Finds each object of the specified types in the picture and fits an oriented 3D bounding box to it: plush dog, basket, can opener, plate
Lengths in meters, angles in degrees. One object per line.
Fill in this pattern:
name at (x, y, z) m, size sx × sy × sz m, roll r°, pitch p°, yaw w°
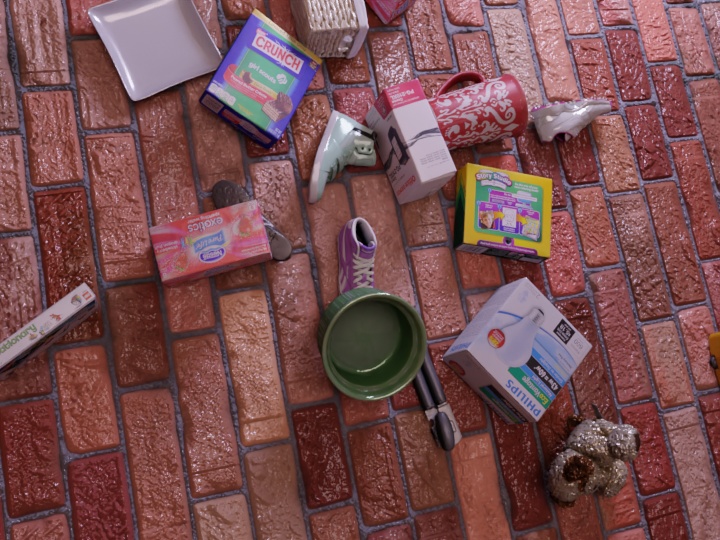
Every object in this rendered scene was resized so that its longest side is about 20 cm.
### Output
plush dog at (0.429, 0.373, 1.532) m, size 0.160 × 0.201 × 0.171 m, roll 36°, pitch 56°, yaw 29°
basket at (-0.072, -0.543, 1.591) m, size 0.122 × 0.136 × 0.203 m, roll -10°, pitch 81°, yaw -14°
can opener at (0.143, 0.245, 1.518) m, size 0.052 × 0.067 × 0.202 m, roll -19°, pitch 79°, yaw -18°
plate at (-0.394, -0.443, 1.526) m, size 0.198 × 0.032 × 0.201 m, roll -27°, pitch 86°, yaw -20°

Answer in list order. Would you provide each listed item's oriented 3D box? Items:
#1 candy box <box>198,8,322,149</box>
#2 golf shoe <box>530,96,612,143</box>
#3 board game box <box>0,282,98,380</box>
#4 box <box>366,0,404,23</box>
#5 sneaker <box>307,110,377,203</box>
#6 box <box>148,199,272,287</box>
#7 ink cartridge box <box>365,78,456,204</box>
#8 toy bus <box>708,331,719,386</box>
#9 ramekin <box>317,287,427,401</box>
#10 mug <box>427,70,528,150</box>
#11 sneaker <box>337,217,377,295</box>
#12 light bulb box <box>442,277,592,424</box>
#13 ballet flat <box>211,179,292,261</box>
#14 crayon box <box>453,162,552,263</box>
candy box at (-0.191, -0.370, 1.533) m, size 0.168 × 0.077 × 0.202 m, roll 32°, pitch 70°, yaw -19°
golf shoe at (0.468, -0.332, 1.742) m, size 0.197 × 0.075 × 0.093 m, roll -10°, pitch 96°, yaw -16°
board game box at (-0.530, 0.104, 1.315) m, size 0.199 × 0.126 × 0.035 m, roll -40°, pitch 91°, yaw -21°
box at (0.036, -0.639, 1.651) m, size 0.094 × 0.103 × 0.201 m, roll -40°, pitch 92°, yaw -20°
sneaker at (-0.031, -0.211, 1.555) m, size 0.117 × 0.074 × 0.203 m, roll 20°, pitch 71°, yaw -5°
box at (-0.267, -0.046, 1.421) m, size 0.197 × 0.095 × 0.104 m, roll -15°, pitch 85°, yaw -5°
ink cartridge box at (0.097, -0.251, 1.567) m, size 0.083 × 0.145 × 0.202 m, roll -20°, pitch 84°, yaw -18°
toy bus at (0.823, 0.229, 1.717) m, size 0.077 × 0.065 × 0.203 m, roll -10°, pitch 80°, yaw -20°
ramekin at (0.014, 0.128, 1.453) m, size 0.197 × 0.098 × 0.203 m, roll -4°, pitch 104°, yaw -16°
mug at (0.222, -0.327, 1.652) m, size 0.198 × 0.178 × 0.135 m, roll -17°, pitch 119°, yaw -15°
sneaker at (-0.001, 0.000, 1.501) m, size 0.072 × 0.114 × 0.203 m, roll -9°, pitch 82°, yaw -19°
light bulb box at (0.306, 0.160, 1.549) m, size 0.198 × 0.125 × 0.200 m, roll 44°, pitch 69°, yaw -3°
ballet flat at (-0.205, -0.092, 1.502) m, size 0.200 × 0.046 × 0.067 m, roll 42°, pitch 89°, yaw 2°
crayon box at (0.297, -0.118, 1.643) m, size 0.197 × 0.058 × 0.175 m, roll 9°, pitch 74°, yaw -15°
